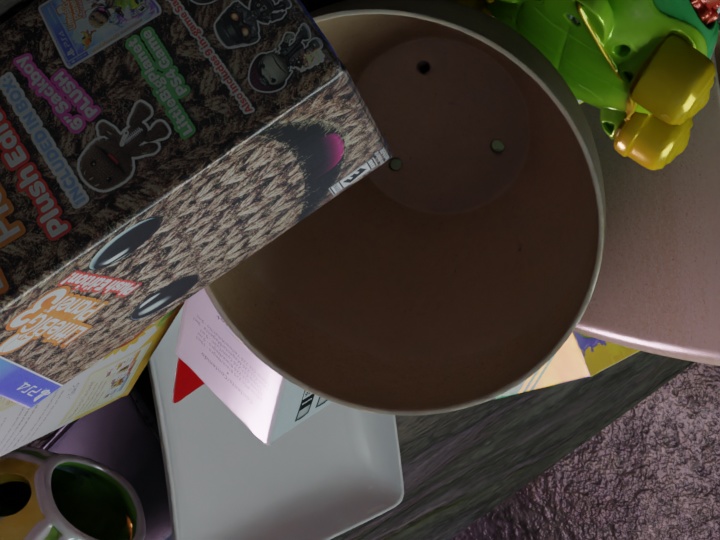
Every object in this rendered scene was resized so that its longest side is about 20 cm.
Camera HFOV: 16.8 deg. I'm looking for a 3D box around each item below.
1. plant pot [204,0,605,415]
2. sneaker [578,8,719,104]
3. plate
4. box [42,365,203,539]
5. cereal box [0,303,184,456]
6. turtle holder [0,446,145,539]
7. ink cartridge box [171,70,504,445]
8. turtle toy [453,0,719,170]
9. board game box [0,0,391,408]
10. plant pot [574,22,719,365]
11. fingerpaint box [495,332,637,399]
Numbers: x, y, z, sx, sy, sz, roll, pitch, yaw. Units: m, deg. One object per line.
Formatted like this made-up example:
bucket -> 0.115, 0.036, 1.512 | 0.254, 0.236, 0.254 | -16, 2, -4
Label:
plant pot -> 0.026, -0.049, 1.184 | 0.200, 0.200, 0.135 | -39, -170, 24
sneaker -> 0.166, -0.168, 1.345 | 0.200, 0.076, 0.105 | -34, -178, 36
plate -> -0.058, 0.082, 1.513 | 0.032, 0.201, 0.200 | 9, -158, 42
box -> -0.104, 0.118, 1.629 | 0.200, 0.105, 0.148 | -22, 163, -47
cereal box -> -0.194, 0.061, 1.322 | 0.199, 0.040, 0.144 | -25, 164, -35
turtle holder -> -0.216, 0.165, 1.494 | 0.132, 0.185, 0.141 | -40, -162, 31
ink cartridge box -> 0.000, 0.000, 1.357 | 0.200, 0.084, 0.176 | -32, 152, -34
turtle toy -> 0.123, -0.142, 1.186 | 0.101, 0.145, 0.200 | -53, 173, -13
board game box -> -0.102, -0.046, 1.012 | 0.200, 0.097, 0.159 | -35, 168, 2
plant pot -> 0.197, -0.052, 1.515 | 0.176, 0.201, 0.199 | -4, -172, 36
fingerpaint box -> 0.190, 0.040, 2.062 | 0.200, 0.074, 0.167 | -24, -176, -40
